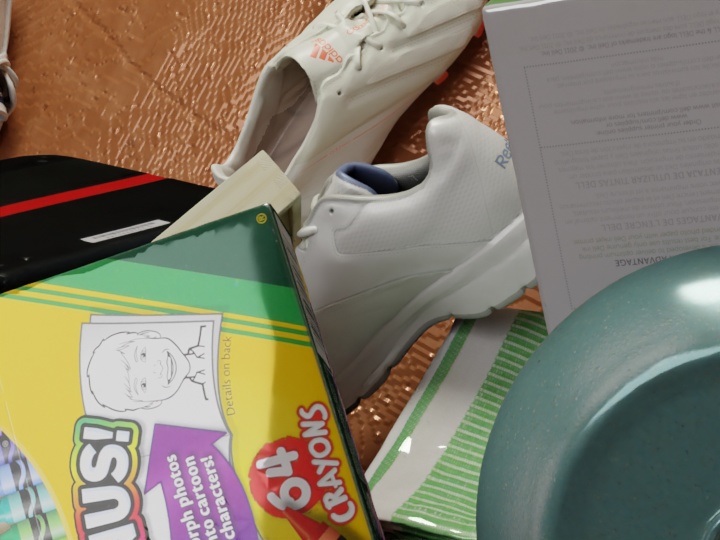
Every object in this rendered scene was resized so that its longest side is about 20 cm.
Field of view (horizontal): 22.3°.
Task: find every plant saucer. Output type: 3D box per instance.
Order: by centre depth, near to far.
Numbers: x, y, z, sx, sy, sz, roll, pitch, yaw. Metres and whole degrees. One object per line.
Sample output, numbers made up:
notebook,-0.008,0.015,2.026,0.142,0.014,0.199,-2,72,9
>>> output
plant saucer,0.134,0.092,0.606,0.199,0.036,0.201,2,98,13

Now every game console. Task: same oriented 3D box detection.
game console,-0.169,-0.020,0.915,0.176,0.200,0.031,14,111,35

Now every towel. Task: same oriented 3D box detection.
towel,0.107,0.069,0.726,0.199,0.023,0.153,4,40,28

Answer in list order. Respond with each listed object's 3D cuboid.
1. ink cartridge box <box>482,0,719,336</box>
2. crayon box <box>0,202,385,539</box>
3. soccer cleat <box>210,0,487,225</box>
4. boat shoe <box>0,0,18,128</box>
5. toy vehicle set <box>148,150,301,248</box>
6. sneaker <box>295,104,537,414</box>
ink cartridge box,0.118,-0.012,0.653,0.103,0.059,0.201,-5,108,24
crayon box,-0.083,0.099,0.692,0.172,0.058,0.201,-19,77,2
soccer cleat,0.001,-0.107,0.895,0.069,0.077,0.201,34,93,39
boat shoe,-0.230,-0.105,1.067,0.065,0.073,0.201,14,91,32
toy vehicle set,-0.108,0.035,0.812,0.200,0.124,0.027,-41,81,-11
sneaker,0.000,0.000,0.799,0.200,0.087,0.075,-38,17,24
